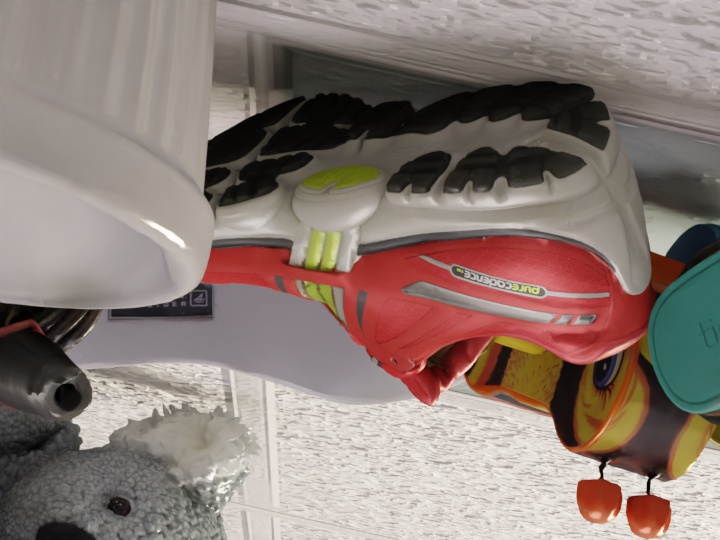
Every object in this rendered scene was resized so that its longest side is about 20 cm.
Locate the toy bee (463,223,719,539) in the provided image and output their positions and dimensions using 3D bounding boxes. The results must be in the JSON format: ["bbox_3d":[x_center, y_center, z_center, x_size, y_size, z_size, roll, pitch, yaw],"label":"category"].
[{"bbox_3d":[0.073,0.026,0.901,0.130,0.109,0.200,14,167,1],"label":"toy bee"}]

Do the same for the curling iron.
[{"bbox_3d":[-0.094,0.021,0.871,0.026,0.050,0.200,43,180,-8],"label":"curling iron"}]

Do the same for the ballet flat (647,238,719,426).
[{"bbox_3d":[0.153,-0.011,0.750,0.068,0.068,0.200,-3,166,-33],"label":"ballet flat"}]

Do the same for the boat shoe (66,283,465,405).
[{"bbox_3d":[-0.047,-0.001,1.020,0.199,0.074,0.065,7,-159,-7],"label":"boat shoe"}]

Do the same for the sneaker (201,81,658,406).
[{"bbox_3d":[0.000,0.000,0.857,0.200,0.077,0.085,1,121,44],"label":"sneaker"}]

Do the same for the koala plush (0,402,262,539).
[{"bbox_3d":[-0.155,0.123,1.444,0.199,0.178,0.184,11,179,7],"label":"koala plush"}]

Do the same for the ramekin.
[{"bbox_3d":[-0.127,-0.063,0.745,0.202,0.095,0.202,13,167,3],"label":"ramekin"}]
